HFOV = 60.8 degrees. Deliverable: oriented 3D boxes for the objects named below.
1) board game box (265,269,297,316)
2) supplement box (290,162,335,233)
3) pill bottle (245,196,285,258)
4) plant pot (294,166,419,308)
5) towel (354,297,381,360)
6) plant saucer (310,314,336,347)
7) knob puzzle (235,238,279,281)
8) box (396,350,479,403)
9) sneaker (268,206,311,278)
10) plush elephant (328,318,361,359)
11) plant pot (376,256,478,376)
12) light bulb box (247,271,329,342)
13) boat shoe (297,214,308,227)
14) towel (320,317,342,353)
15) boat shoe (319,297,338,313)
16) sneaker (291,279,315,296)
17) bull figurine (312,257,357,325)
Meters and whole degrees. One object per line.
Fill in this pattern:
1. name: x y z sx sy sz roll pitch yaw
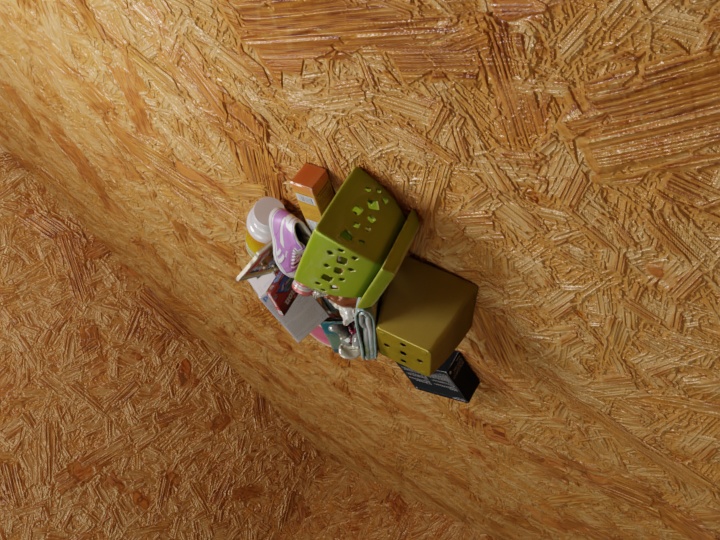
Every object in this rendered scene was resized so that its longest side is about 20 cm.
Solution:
1. board game box: -0.172 0.010 1.602 0.019 0.201 0.103 15 149 27
2. supplement box: -0.092 -0.144 1.392 0.068 0.067 0.201 21 152 26
3. pill bottle: -0.243 -0.108 1.598 0.110 0.112 0.200 35 156 3
4. plant pot: -0.001 -0.052 1.260 0.180 0.200 0.200 30 145 -2
5. towel: 0.021 0.087 1.414 0.047 0.173 0.202 2 139 6
6. plant saucer: -0.122 0.191 2.033 0.199 0.051 0.201 30 155 15
7. knob puzzle: -0.209 -0.045 1.583 0.031 0.219 0.220 48 157 10
8. box: 0.213 0.282 1.716 0.198 0.079 0.142 6 138 48
9. sneaker: -0.155 -0.047 1.477 0.114 0.073 0.202 27 145 36
10. plush elephant: -0.013 0.163 1.705 0.153 0.167 0.199 -14 156 28
11. plant pot: 0.135 0.117 1.397 0.198 0.178 0.201 23 153 18
12. light bulb box: -0.221 0.067 1.789 0.201 0.124 0.198 53 173 -33
13. boat shoe: -0.117 -0.065 1.557 0.074 0.073 0.202 29 142 34
14. towel: -0.040 0.206 1.927 0.144 0.022 0.201 1 144 16
15. boat shoe: -0.096 0.045 1.746 0.061 0.073 0.201 -8 134 21
16. sneaker: -0.071 0.004 1.511 0.074 0.198 0.088 48 139 41
17. bull figurine: -0.047 0.036 1.450 0.119 0.065 0.203 3 118 -12
